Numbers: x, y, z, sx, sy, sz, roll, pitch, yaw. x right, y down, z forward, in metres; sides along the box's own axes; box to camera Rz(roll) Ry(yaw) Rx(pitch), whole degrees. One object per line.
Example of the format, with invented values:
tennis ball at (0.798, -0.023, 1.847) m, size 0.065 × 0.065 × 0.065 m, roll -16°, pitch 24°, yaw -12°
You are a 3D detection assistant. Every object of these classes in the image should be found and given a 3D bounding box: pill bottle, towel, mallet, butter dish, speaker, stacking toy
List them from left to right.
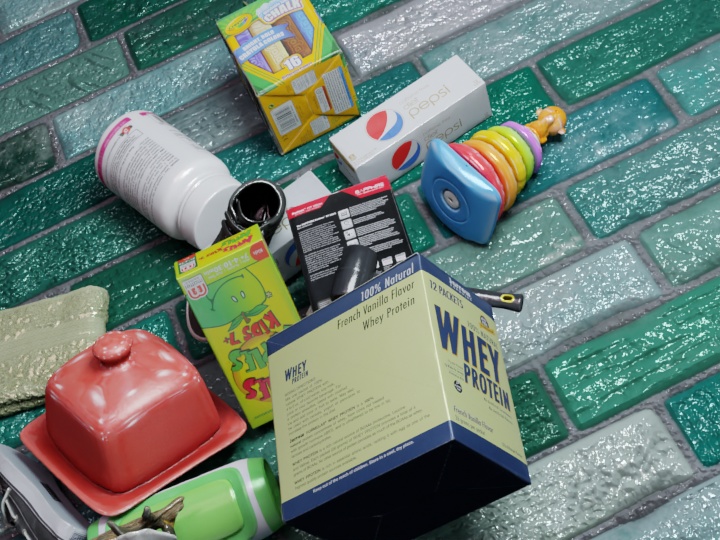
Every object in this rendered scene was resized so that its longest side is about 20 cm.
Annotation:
towel at (-0.398, 0.099, 1.554) m, size 0.198 × 0.037 × 0.150 m, roll -14°, pitch 55°, yaw 6°
butter dish at (-0.257, 0.133, 1.390) m, size 0.198 × 0.149 × 0.199 m, roll -30°, pitch 41°, yaw -31°
pill bottle at (-0.232, -0.109, 1.600) m, size 0.199 × 0.114 × 0.113 m, roll 35°, pitch 71°, yaw 33°
speaker at (-0.181, 0.267, 1.345) m, size 0.198 × 0.089 × 0.089 m, roll -21°, pitch 53°, yaw 1°
mallet at (0.069, 0.011, 1.317) m, size 0.197 × 0.041 × 0.067 m, roll 2°, pitch 59°, yaw 9°
stacking toy at (0.173, -0.137, 1.520) m, size 0.199 × 0.110 × 0.116 m, roll -39°, pitch 69°, yaw -25°

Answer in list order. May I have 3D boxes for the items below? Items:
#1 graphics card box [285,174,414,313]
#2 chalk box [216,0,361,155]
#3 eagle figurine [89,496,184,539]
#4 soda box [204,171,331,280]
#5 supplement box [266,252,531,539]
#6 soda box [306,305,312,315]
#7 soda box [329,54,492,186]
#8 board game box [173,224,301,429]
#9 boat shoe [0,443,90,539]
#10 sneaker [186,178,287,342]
graphics card box at (0.000, 0.000, 1.392) m, size 0.124 × 0.051 × 0.201 m, roll -18°, pitch 52°, yaw 1°
chalk box at (-0.101, -0.278, 1.672) m, size 0.123 × 0.125 × 0.201 m, roll -26°, pitch 54°, yaw -3°
eagle figurine at (-0.177, 0.329, 1.246) m, size 0.150 × 0.151 × 0.202 m, roll -11°, pitch 71°, yaw -43°
soda box at (-0.113, -0.025, 1.524) m, size 0.199 × 0.064 × 0.068 m, roll -37°, pitch 57°, yaw -9°
supplement box at (0.031, 0.132, 1.223) m, size 0.199 × 0.134 × 0.202 m, roll -30°, pitch 49°, yaw 26°
soda box at (0.043, 0.069, 1.416) m, size 0.198 × 0.068 × 0.064 m, roll 18°, pitch 62°, yaw 26°
soda box at (0.063, -0.179, 1.594) m, size 0.199 × 0.064 × 0.068 m, roll -35°, pitch 54°, yaw -8°
board game box at (-0.115, 0.063, 1.394) m, size 0.101 × 0.202 × 0.048 m, roll -25°, pitch 25°, yaw -2°
boat shoe at (-0.364, 0.263, 1.411) m, size 0.199 × 0.073 × 0.068 m, roll 34°, pitch 90°, yaw 38°
sneaker at (-0.143, -0.019, 1.423) m, size 0.070 × 0.099 × 0.202 m, roll 26°, pitch 80°, yaw 3°
